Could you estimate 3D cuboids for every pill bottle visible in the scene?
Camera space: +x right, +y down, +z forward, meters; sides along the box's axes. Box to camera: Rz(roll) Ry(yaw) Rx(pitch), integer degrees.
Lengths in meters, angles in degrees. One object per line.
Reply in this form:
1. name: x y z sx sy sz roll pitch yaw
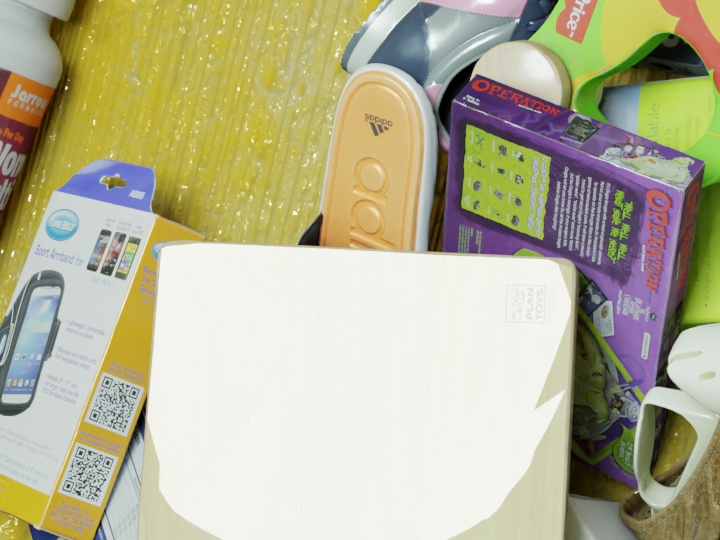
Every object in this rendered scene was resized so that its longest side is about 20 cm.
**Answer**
1. pill bottle: -0.237 -0.097 1.297 0.109 0.109 0.201 26 94 27

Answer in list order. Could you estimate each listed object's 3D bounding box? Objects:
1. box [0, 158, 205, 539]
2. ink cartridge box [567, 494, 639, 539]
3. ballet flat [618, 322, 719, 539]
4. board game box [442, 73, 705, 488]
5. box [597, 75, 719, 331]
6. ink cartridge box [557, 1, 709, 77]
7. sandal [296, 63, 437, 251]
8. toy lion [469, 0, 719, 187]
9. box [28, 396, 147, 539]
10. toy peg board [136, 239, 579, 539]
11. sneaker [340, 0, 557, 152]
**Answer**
1. box: -0.154 0.039 1.242 0.119 0.041 0.201 14 80 53
2. ink cartridge box: 0.074 0.224 1.110 0.200 0.085 0.148 -39 67 17
3. ballet flat: 0.168 0.069 1.051 0.072 0.068 0.201 30 138 10
4. board game box: 0.096 0.009 1.084 0.119 0.201 0.032 27 49 23
5. box: 0.143 -0.031 1.116 0.199 0.047 0.123 -3 82 40
6. ink cartridge box: 0.138 -0.157 1.164 0.198 0.039 0.100 12 87 26
7. sandal: -0.007 -0.003 1.156 0.079 0.059 0.208 18 120 30
8. toy lion: 0.168 -0.124 1.036 0.191 0.069 0.201 28 110 22
9. box: -0.100 0.094 1.214 0.200 0.032 0.121 -47 36 15
10. toy peg board: 0.003 0.095 1.080 0.197 0.098 0.202 2 83 9
11. sneaker: 0.084 -0.145 1.138 0.200 0.070 0.082 -45 78 19
